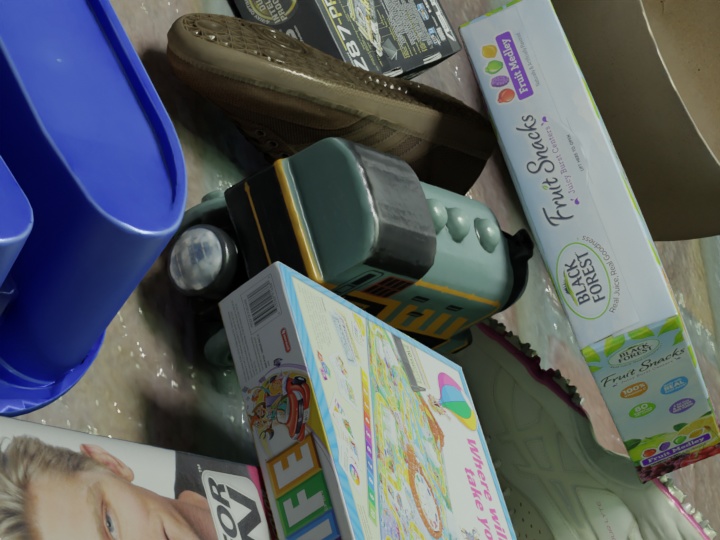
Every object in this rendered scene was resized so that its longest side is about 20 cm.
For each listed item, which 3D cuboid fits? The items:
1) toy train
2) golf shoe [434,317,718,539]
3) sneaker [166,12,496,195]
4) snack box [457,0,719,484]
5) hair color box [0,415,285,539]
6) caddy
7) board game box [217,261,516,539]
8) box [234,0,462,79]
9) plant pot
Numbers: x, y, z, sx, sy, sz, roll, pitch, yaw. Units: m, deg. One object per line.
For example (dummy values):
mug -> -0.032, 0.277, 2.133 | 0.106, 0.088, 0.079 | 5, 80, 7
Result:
toy train -> 0.000, 0.000, 1.019 | 0.199, 0.113, 0.086 | 17, 52, -57
golf shoe -> 0.092, 0.103, 1.153 | 0.200, 0.092, 0.075 | 46, 4, 16
sneaker -> -0.017, -0.063, 1.094 | 0.199, 0.076, 0.070 | 16, 18, -38
snack box -> 0.113, -0.017, 1.099 | 0.142, 0.053, 0.201 | 57, 13, -55
hair color box -> -0.086, 0.118, 0.810 | 0.199, 0.060, 0.101 | 18, 51, -56
caddy -> -0.151, -0.045, 0.782 | 0.141, 0.105, 0.201 | -3, 57, -46
board game box -> 0.017, 0.106, 0.900 | 0.134, 0.034, 0.201 | 31, 33, -46
box -> -0.030, -0.188, 1.211 | 0.201, 0.049, 0.161 | 63, 24, -2
plant pot -> 0.161, -0.099, 1.394 | 0.200, 0.134, 0.201 | 44, 32, -37
